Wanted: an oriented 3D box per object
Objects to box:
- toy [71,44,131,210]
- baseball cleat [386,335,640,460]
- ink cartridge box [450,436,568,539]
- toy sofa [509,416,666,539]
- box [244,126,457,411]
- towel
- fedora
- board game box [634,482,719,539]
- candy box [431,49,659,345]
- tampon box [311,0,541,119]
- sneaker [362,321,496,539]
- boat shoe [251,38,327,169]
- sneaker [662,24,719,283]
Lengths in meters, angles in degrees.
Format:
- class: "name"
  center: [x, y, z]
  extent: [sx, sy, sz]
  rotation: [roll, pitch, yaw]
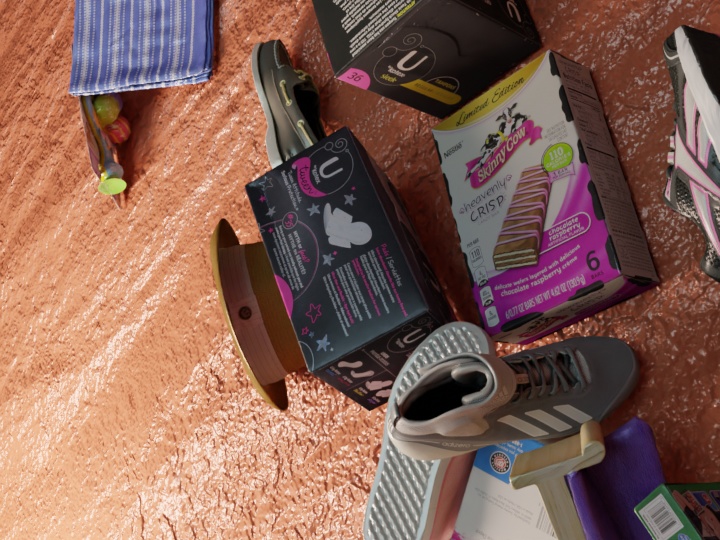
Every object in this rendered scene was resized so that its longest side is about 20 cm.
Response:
- class: "toy"
  center: [-0.334, -0.193, 1.308]
  extent: [0.047, 0.115, 0.201]
  rotation: [-13, 64, 1]
- class: "baseball cleat"
  center: [0.117, 0.086, 0.702]
  extent: [0.107, 0.199, 0.070]
  rotation: [91, 157, -64]
- class: "ink cartridge box"
  center: [0.130, 0.229, 0.757]
  extent: [0.116, 0.067, 0.201]
  rotation: [21, 97, 45]
- class: "toy sofa"
  center: [0.178, 0.202, 0.645]
  extent: [0.097, 0.083, 0.201]
  rotation: [-21, 86, 13]
- class: "box"
  center: [0.000, 0.000, 0.873]
  extent: [0.115, 0.132, 0.200]
  rotation: [-28, 60, 11]
- class: "towel"
  center: [-0.275, -0.297, 1.239]
  extent: [0.199, 0.024, 0.145]
  rotation: [-4, 77, 15]
- class: "fedora"
  center: [-0.082, 0.035, 0.971]
  extent: [0.082, 0.201, 0.201]
  rotation: [-19, 64, 3]
- class: "board game box"
  center: [0.260, 0.216, 0.581]
  extent: [0.029, 0.134, 0.200]
  rotation: [-49, 51, 27]
- class: "candy box"
  center: [0.144, -0.057, 0.803]
  extent: [0.136, 0.061, 0.201]
  rotation: [-31, 61, 38]
- class: "tampon box"
  center: [0.044, -0.264, 0.880]
  extent: [0.126, 0.150, 0.201]
  rotation: [-34, 60, 36]
- class: "sneaker"
  center: [0.068, 0.141, 0.813]
  extent: [0.075, 0.105, 0.201]
  rotation: [19, 90, 29]
- class: "boat shoe"
  center: [-0.069, -0.172, 1.039]
  extent: [0.060, 0.072, 0.202]
  rotation: [-25, 56, 17]
- class: "sneaker"
  center: [0.245, -0.080, 0.697]
  extent: [0.086, 0.080, 0.201]
  rotation: [-39, 50, 46]
